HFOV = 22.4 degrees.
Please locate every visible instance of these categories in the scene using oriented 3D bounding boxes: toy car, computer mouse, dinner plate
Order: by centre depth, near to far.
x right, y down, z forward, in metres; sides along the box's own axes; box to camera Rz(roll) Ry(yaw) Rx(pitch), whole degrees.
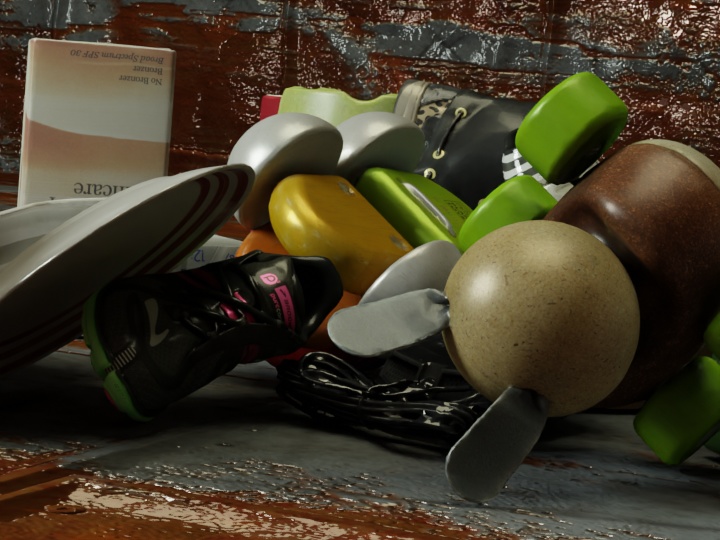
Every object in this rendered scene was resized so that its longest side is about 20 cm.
[{"bbox_3d":[0.084,0.030,0.862,0.200,0.158,0.164,-30,69,-36],"label":"toy car"},{"bbox_3d":[-0.141,-0.001,0.940,0.200,0.024,0.200,-34,-7,-5],"label":"dinner plate"},{"bbox_3d":[0.063,0.064,1.000,0.200,0.053,0.138,-16,19,-40],"label":"computer mouse"},{"bbox_3d":[0.000,0.000,1.141,0.175,0.150,0.200,46,29,23],"label":"toy car"}]

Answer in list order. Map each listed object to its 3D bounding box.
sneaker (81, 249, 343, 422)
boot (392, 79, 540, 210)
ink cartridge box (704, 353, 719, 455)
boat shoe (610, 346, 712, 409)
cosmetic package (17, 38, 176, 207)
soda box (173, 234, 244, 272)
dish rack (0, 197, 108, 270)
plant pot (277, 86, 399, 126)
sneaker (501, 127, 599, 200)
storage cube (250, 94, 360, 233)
[{"bbox_3d":[-0.075,0.022,0.959,0.084,0.077,0.200,-26,0,29],"label":"sneaker"},{"bbox_3d":[0.091,-0.041,1.314,0.150,0.201,0.073,3,-18,17],"label":"boot"},{"bbox_3d":[0.255,0.038,0.883,0.084,0.145,0.200,5,4,-18],"label":"ink cartridge box"},{"bbox_3d":[0.169,0.053,1.132,0.200,0.071,0.064,9,-6,-24],"label":"boat shoe"},{"bbox_3d":[-0.186,-0.057,1.261,0.103,0.201,0.087,2,6,-11],"label":"cosmetic package"},{"bbox_3d":[-0.148,0.001,1.414,0.068,0.064,0.200,1,6,-29],"label":"soda box"},{"bbox_3d":[-0.229,0.010,1.035,0.200,0.044,0.172,-18,-2,18],"label":"dish rack"},{"bbox_3d":[-0.003,-0.050,1.441,0.200,0.185,0.200,5,4,0],"label":"plant pot"},{"bbox_3d":[0.154,-0.041,1.141,0.076,0.116,0.200,-17,-18,31],"label":"sneaker"},{"bbox_3d":[0.009,-0.073,1.763,0.200,0.180,0.171,3,5,-33],"label":"storage cube"}]
